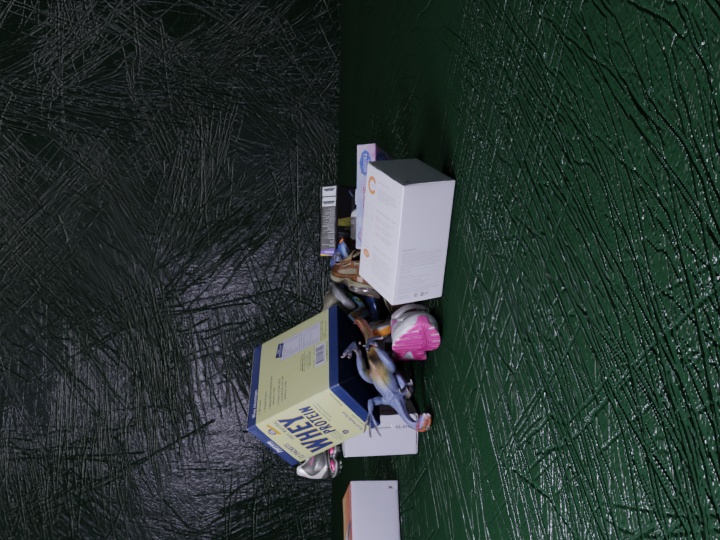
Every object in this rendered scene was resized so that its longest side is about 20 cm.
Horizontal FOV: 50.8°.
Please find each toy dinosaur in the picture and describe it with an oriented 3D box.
[{"bbox_3d":[0.059,0.189,1.307,0.182,0.104,0.201,51,-152,-22],"label":"toy dinosaur"}]

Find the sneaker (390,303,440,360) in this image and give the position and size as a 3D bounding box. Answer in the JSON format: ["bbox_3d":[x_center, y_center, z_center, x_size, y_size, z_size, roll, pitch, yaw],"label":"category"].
[{"bbox_3d":[0.086,0.097,1.300,0.200,0.080,0.089,113,156,-72],"label":"sneaker"}]

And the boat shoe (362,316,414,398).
[{"bbox_3d":[0.050,0.167,1.508,0.200,0.062,0.073,46,159,30],"label":"boat shoe"}]

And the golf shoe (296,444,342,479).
[{"bbox_3d":[-0.084,0.301,1.470,0.077,0.087,0.202,93,173,-61],"label":"golf shoe"}]

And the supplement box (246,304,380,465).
[{"bbox_3d":[-0.085,0.209,1.391,0.134,0.199,0.201,48,-156,-33],"label":"supplement box"}]

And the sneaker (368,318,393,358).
[{"bbox_3d":[0.054,0.132,1.455,0.200,0.077,0.078,-9,-93,-72],"label":"sneaker"}]

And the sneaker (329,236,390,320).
[{"bbox_3d":[0.000,0.026,1.586,0.078,0.075,0.201,-46,58,30],"label":"sneaker"}]

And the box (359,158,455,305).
[{"bbox_3d":[0.072,-0.066,1.230,0.124,0.097,0.202,42,134,53],"label":"box"}]

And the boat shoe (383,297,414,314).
[{"bbox_3d":[0.083,0.002,1.396,0.075,0.074,0.204,-120,30,-62],"label":"boat shoe"}]

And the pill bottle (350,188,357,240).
[{"bbox_3d":[0.033,-0.077,1.666,0.114,0.112,0.203,-166,76,-84],"label":"pill bottle"}]

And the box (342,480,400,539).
[{"bbox_3d":[0.021,0.562,1.678,0.201,0.105,0.154,102,168,-61],"label":"box"}]

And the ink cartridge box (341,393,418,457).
[{"bbox_3d":[0.027,0.288,1.498,0.200,0.144,0.084,-116,25,-77],"label":"ink cartridge box"}]

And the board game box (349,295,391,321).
[{"bbox_3d":[-0.033,0.146,1.625,0.105,0.199,0.104,29,145,59],"label":"board game box"}]

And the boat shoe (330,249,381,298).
[{"bbox_3d":[0.000,0.000,1.461,0.200,0.075,0.075,-156,79,-67],"label":"boat shoe"}]

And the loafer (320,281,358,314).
[{"bbox_3d":[-0.051,0.069,1.510,0.070,0.075,0.200,-44,-4,-1],"label":"loafer"}]

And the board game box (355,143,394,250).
[{"bbox_3d":[0.045,-0.129,1.519,0.200,0.041,0.202,17,-108,-68],"label":"board game box"}]

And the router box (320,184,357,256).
[{"bbox_3d":[-0.006,-0.108,1.746,0.052,0.199,0.159,1,88,41],"label":"router box"}]
